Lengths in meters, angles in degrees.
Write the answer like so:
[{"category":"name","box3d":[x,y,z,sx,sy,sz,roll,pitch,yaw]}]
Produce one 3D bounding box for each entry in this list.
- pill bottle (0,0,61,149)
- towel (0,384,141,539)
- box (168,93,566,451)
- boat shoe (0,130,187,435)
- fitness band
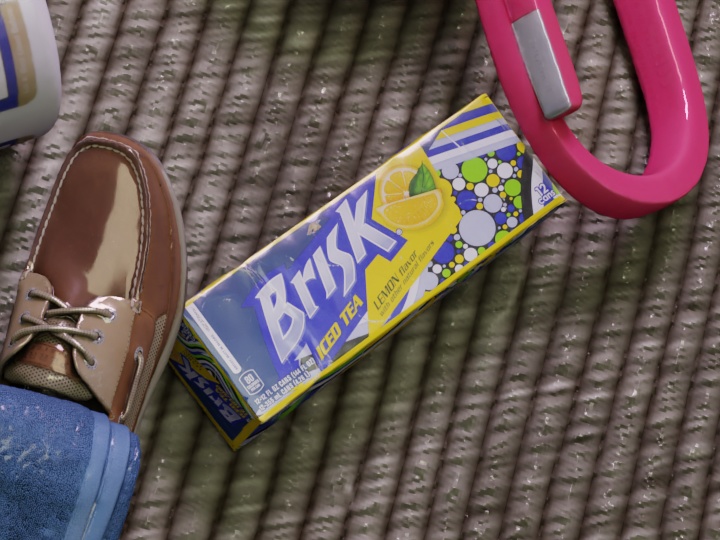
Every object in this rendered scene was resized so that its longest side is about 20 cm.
[{"category":"pill bottle","box3d":[-0.248,-0.092,0.993,0.199,0.120,0.120,-19,79,-21]},{"category":"towel","box3d":[-0.196,0.091,0.903,0.199,0.049,0.112,17,100,-21]},{"category":"box","box3d":[0.000,0.000,1.069,0.200,0.064,0.070,-36,85,-24]},{"category":"boat shoe","box3d":[-0.125,0.038,0.977,0.075,0.072,0.202,8,93,10]},{"category":"fitness band","box3d":[0.117,-0.124,1.126,0.143,0.037,0.201,-2,73,-51]}]
